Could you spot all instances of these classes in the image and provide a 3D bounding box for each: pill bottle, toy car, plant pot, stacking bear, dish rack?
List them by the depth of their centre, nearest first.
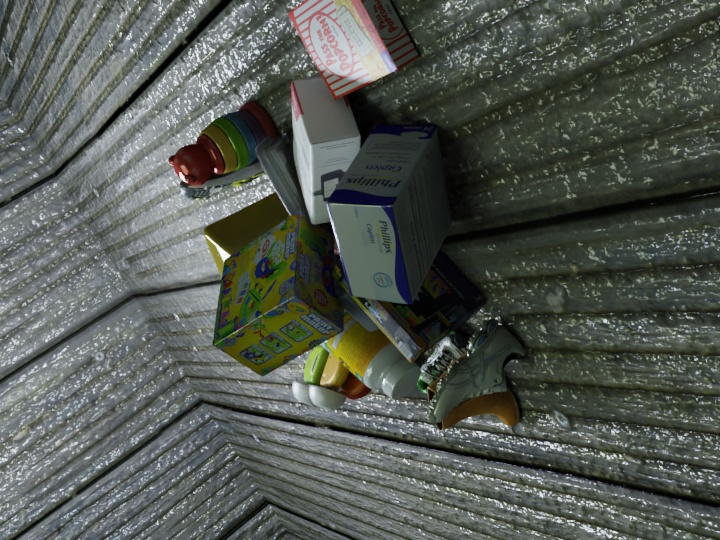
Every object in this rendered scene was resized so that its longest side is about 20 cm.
[{"bbox_3d":[-0.122,-0.168,1.680,0.172,0.043,0.200,61,-170,-12],"label":"dish rack"},{"bbox_3d":[-0.266,-0.230,1.755,0.121,0.200,0.114,48,153,15],"label":"stacking bear"},{"bbox_3d":[-0.162,-0.011,1.819,0.176,0.200,0.200,43,155,48],"label":"plant pot"},{"bbox_3d":[0.024,0.168,1.857,0.200,0.113,0.113,38,151,30],"label":"pill bottle"},{"bbox_3d":[-0.047,0.226,2.042,0.150,0.175,0.200,24,167,-26],"label":"toy car"}]

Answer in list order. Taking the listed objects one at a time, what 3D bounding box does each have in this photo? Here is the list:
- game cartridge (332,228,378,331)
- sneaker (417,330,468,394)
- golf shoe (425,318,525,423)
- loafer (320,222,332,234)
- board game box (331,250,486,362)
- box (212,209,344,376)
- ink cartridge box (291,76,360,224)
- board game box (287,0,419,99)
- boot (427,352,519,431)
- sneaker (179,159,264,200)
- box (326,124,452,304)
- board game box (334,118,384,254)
[{"bbox_3d":[0.000,0.000,1.610,0.133,0.040,0.200,48,-151,-45],"label":"game cartridge"},{"bbox_3d":[0.156,0.174,1.661,0.078,0.085,0.200,46,154,18],"label":"sneaker"},{"bbox_3d":[0.186,0.176,1.481,0.097,0.200,0.078,36,170,11],"label":"golf shoe"},{"bbox_3d":[-0.020,-0.013,1.734,0.063,0.072,0.200,-31,81,47],"label":"loafer"},{"bbox_3d":[0.080,0.027,1.507,0.200,0.165,0.057,47,146,14],"label":"board game box"},{"bbox_3d":[-0.137,0.039,1.581,0.192,0.200,0.122,-31,128,29],"label":"box"},{"bbox_3d":[-0.058,-0.195,1.512,0.200,0.084,0.145,93,163,-55],"label":"ink cartridge box"},{"bbox_3d":[-0.014,-0.345,1.345,0.152,0.046,0.200,60,155,-12],"label":"board game box"},{"bbox_3d":[0.190,0.234,1.595,0.071,0.144,0.201,25,148,52],"label":"boot"},{"bbox_3d":[-0.281,-0.201,1.839,0.074,0.200,0.085,-31,84,51],"label":"sneaker"},{"bbox_3d":[0.049,-0.086,1.358,0.105,0.200,0.184,6,133,23],"label":"box"},{"bbox_3d":[-0.001,-0.131,1.435,0.019,0.200,0.103,15,147,7],"label":"board game box"}]
